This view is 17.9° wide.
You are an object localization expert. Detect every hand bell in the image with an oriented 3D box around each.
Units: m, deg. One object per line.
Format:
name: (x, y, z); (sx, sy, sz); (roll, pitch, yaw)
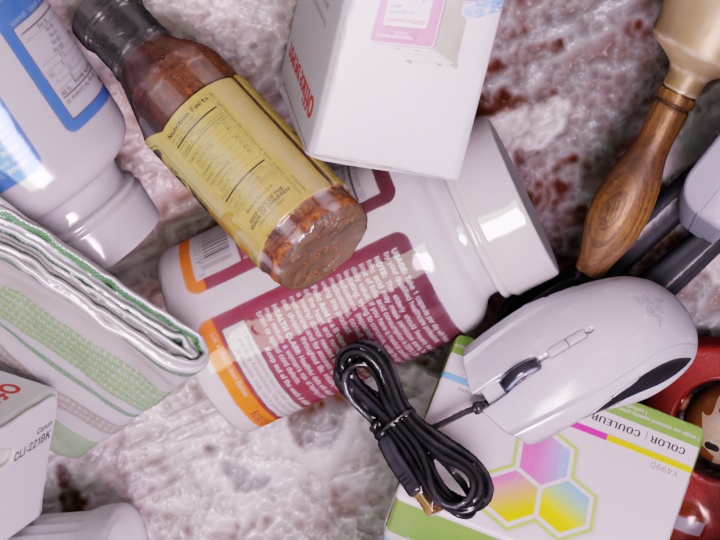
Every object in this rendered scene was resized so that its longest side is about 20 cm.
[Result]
hand bell: (0.166, -0.087, 1.233); (0.104, 0.104, 0.200); (24, 102, -10)

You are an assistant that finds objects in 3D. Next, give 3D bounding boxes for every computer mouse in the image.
computer mouse: (0.094, 0.050, 1.213); (0.200, 0.110, 0.044); (-25, 156, -21)

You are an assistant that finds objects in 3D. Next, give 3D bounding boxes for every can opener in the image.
can opener: (0.154, 0.003, 1.301); (0.200, 0.079, 0.063); (-36, 99, 1)

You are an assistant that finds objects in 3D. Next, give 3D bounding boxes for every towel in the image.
towel: (-0.180, 0.042, 1.255); (0.149, 0.031, 0.200); (35, 148, -11)

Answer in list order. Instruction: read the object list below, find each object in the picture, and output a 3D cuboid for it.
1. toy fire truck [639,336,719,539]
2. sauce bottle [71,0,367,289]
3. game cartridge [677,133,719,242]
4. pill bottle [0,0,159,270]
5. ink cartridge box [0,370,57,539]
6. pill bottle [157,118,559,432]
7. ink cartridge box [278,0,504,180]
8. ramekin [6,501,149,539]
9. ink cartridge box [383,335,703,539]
toy fire truck: (0.203, 0.127, 1.329); (0.168, 0.112, 0.200); (26, 109, 11)
sauce bottle: (-0.079, -0.076, 1.216); (0.066, 0.066, 0.200); (-49, 64, 14)
game cartridge: (0.238, -0.103, 1.206); (0.042, 0.133, 0.200); (39, 91, 11)
pill bottle: (-0.196, -0.088, 1.229); (0.112, 0.112, 0.200); (-30, 107, 9)
ink cartridge box: (-0.286, 0.094, 1.241); (0.200, 0.144, 0.084); (16, 111, 18)
pill bottle: (0.000, 0.000, 1.266); (0.200, 0.114, 0.114); (-24, 109, 8)
ink cartridge box: (0.024, -0.164, 1.189); (0.084, 0.145, 0.200); (11, 110, -12)
ramekin: (-0.181, 0.232, 1.305); (0.098, 0.201, 0.201); (0, 110, 6)
ink cartridge box: (0.082, 0.158, 1.226); (0.148, 0.200, 0.076); (21, 153, 4)
